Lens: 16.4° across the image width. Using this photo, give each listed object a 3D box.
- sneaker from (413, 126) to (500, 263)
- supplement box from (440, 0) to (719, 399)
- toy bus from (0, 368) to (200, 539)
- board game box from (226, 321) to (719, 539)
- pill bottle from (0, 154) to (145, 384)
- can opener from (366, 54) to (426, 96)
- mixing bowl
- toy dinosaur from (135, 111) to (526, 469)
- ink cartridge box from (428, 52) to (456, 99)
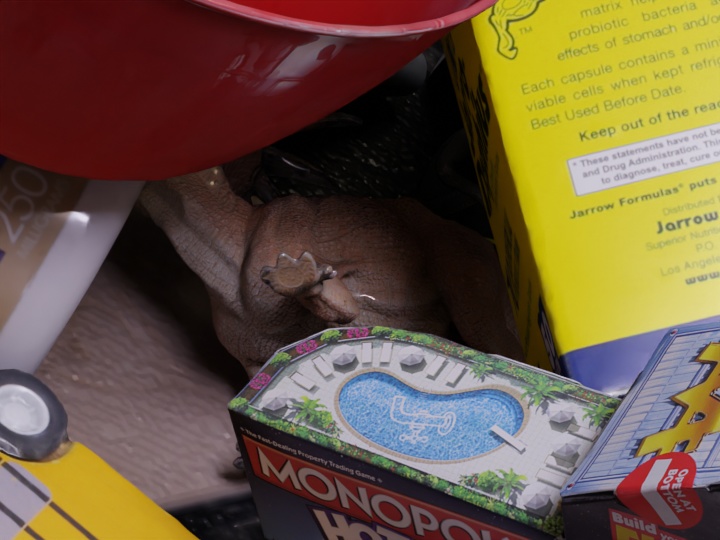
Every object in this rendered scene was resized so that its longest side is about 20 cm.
[{"bbox_3d":[0.111,-0.014,0.863,0.200,0.085,0.075,-6,56,-4],"label":"sneaker"},{"bbox_3d":[0.085,-0.054,0.725,0.109,0.109,0.200,-13,73,-2],"label":"supplement box"},{"bbox_3d":[-0.085,0.091,0.657,0.200,0.065,0.078,39,36,3],"label":"toy bus"},{"bbox_3d":[0.072,0.077,0.630,0.200,0.200,0.062,19,53,26],"label":"board game box"},{"bbox_3d":[-0.164,-0.050,0.706,0.200,0.116,0.116,30,37,-9],"label":"pill bottle"},{"bbox_3d":[-0.005,-0.092,0.866,0.066,0.053,0.200,5,-2,13],"label":"can opener"},{"bbox_3d":[-0.067,-0.097,0.647,0.200,0.108,0.200,22,40,-20],"label":"mixing bowl"},{"bbox_3d":[0.000,0.000,0.807,0.200,0.086,0.136,28,35,-26],"label":"toy dinosaur"},{"bbox_3d":[0.094,-0.086,0.904,0.094,0.200,0.044,35,73,-3],"label":"ink cartridge box"}]
